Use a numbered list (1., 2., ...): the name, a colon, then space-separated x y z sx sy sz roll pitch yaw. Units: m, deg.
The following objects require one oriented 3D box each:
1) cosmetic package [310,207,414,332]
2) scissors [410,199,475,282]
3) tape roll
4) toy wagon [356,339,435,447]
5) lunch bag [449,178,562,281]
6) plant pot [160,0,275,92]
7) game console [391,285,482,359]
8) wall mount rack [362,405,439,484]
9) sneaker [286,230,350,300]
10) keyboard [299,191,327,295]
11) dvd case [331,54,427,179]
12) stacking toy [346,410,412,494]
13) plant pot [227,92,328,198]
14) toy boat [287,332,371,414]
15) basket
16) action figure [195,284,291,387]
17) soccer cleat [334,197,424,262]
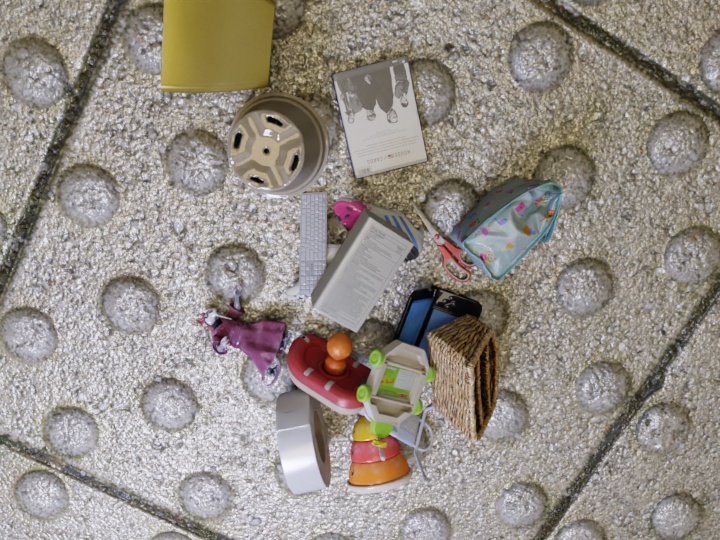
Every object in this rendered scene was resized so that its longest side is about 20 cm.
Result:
1. cosmetic package: 0.000 0.000 1.107 0.103 0.073 0.201 30 102 -17
2. scissors: 0.158 -0.055 1.213 0.199 0.014 0.073 38 102 -10
3. tape roll: -0.115 0.344 1.215 0.070 0.203 0.205 -11 104 3
4. toy wagon: 0.060 0.237 1.145 0.154 0.039 0.203 22 89 -37
5. lunch bag: 0.280 -0.092 1.123 0.200 0.170 0.122 -44 98 5
6. plant pot: -0.243 -0.403 1.038 0.174 0.200 0.203 5 105 -13
7. game console: 0.145 0.145 1.211 0.174 0.117 0.202 19 104 -5
8. wall mount rack: 0.090 0.333 1.227 0.199 0.175 0.074 34 143 -21
9. sneaker: -0.068 -0.007 1.201 0.198 0.075 0.082 -31 89 5
10. keyboard: -0.093 -0.054 1.173 0.055 0.011 0.203 -1 83 11
11. dvd case: 0.038 -0.292 1.147 0.148 0.025 0.203 -13 105 2
12. stacking toy: 0.026 0.360 1.279 0.144 0.146 0.203 -11 85 2
13. plant pot: -0.160 -0.220 1.081 0.197 0.184 0.204 0 105 0
14. toy boat: -0.051 0.182 1.186 0.198 0.130 0.132 26 118 23
15. basket: 0.231 0.209 1.186 0.141 0.149 0.203 -19 118 -22
16. action figure: -0.244 0.130 1.232 0.198 0.135 0.150 21 146 7
17. soccer cleat: 0.039 -0.095 1.173 0.199 0.087 0.070 32 145 -14
